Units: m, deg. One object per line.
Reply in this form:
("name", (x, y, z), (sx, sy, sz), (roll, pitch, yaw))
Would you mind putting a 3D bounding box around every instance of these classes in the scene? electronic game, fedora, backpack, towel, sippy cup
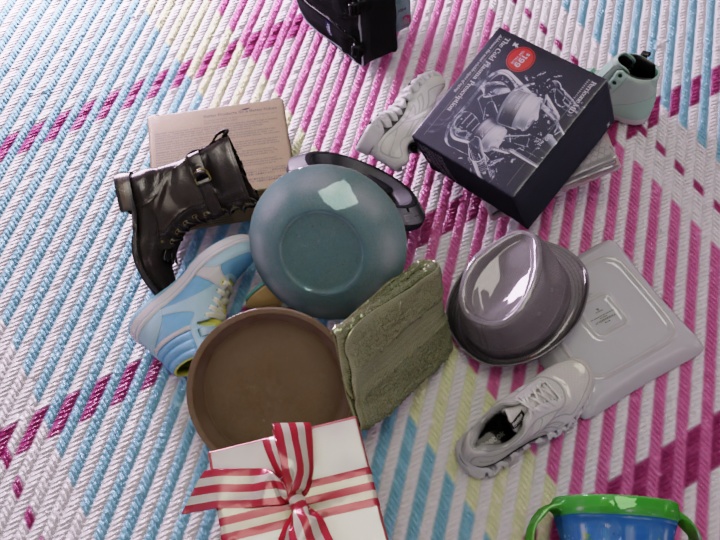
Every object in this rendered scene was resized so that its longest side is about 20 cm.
("electronic game", (-0.005, -0.107, 1.158), (0.200, 0.042, 0.200), (20, 22, -8))
("fedora", (0.190, 0.020, 1.083), (0.177, 0.090, 0.200), (28, 72, 34))
("backpack", (-0.020, -0.440, 1.337), (0.150, 0.178, 0.200), (-37, 55, -23))
("towel", (0.244, -0.187, 1.227), (0.200, 0.032, 0.191), (-23, 61, 11))
("sippy cup", (0.274, 0.314, 0.919), (0.177, 0.140, 0.131), (-6, 67, 26))
("towel", (0.044, 0.087, 1.023), (0.036, 0.149, 0.200), (9, 32, 39))

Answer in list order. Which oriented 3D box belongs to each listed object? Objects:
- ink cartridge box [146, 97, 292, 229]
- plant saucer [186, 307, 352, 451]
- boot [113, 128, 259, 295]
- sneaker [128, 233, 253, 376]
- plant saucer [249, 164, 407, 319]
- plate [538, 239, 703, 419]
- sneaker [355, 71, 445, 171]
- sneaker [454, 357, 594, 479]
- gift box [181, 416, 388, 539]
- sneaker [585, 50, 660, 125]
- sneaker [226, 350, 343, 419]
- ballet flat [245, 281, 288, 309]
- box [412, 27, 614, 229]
("ink cartridge box", (-0.196, -0.151, 1.223), (0.199, 0.075, 0.165), (-8, 58, -3))
("plant saucer", (-0.104, 0.142, 1.014), (0.199, 0.029, 0.201), (0, 94, -1))
("boot", (-0.215, -0.069, 1.122), (0.174, 0.069, 0.201), (-16, 100, -1))
("sneaker", (-0.184, 0.055, 1.094), (0.200, 0.080, 0.131), (-43, 65, -6))
("plant saucer", (-0.044, -0.027, 1.043), (0.200, 0.202, 0.039), (12, 21, 7))
("plate", (0.312, 0.064, 1.116), (0.199, 0.032, 0.200), (-26, 62, -14))
("sneaker", (0.074, -0.217, 1.254), (0.081, 0.075, 0.200), (38, 57, 3))
("sneaker", (0.201, 0.169, 1.019), (0.200, 0.081, 0.075), (-35, 63, -13))
("gift box", (-0.072, 0.279, 0.903), (0.199, 0.187, 0.185), (-16, 60, -10))
("sneaker", (0.344, -0.292, 1.276), (0.200, 0.118, 0.074), (14, 62, 10))
("sneaker", (-0.084, 0.142, 1.053), (0.199, 0.077, 0.085), (-8, 74, 1))
("ballet flat", (-0.058, 0.007, 1.136), (0.200, 0.069, 0.063), (-36, 79, -17))
("box", (0.209, -0.195, 1.165), (0.182, 0.104, 0.200), (36, 86, 29))
